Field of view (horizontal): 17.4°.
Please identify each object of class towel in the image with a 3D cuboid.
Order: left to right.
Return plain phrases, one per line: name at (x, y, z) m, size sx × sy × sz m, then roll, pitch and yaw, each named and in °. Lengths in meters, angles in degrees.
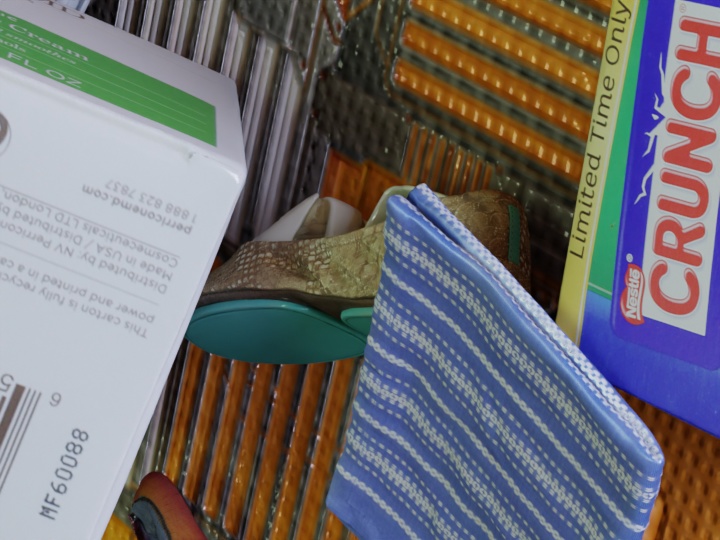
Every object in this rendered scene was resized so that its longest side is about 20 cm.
towel at (0.044, 0.078, 0.881) m, size 0.145 × 0.024 × 0.201 m, roll 48°, pitch 150°, yaw 26°

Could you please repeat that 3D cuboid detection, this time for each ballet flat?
ballet flat at (0.000, 0.000, 0.969) m, size 0.199 × 0.070 × 0.066 m, roll -4°, pitch 64°, yaw 47°

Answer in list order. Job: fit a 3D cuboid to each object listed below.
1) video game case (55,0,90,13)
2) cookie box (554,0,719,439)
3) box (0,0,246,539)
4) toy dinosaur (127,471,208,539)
video game case at (-0.188, -0.180, 1.139) m, size 0.200 × 0.023 × 0.183 m, roll 54°, pitch 129°, yaw 29°
cookie box at (0.164, -0.022, 0.751) m, size 0.199 × 0.075 × 0.173 m, roll 26°, pitch 114°, yaw 46°
box at (-0.172, -0.011, 0.988) m, size 0.171 × 0.198 × 0.201 m, roll -107°, pitch 40°, yaw -74°
toy dinosaur at (-0.052, 0.170, 1.054) m, size 0.198 × 0.105 × 0.183 m, roll -11°, pitch 66°, yaw 10°
